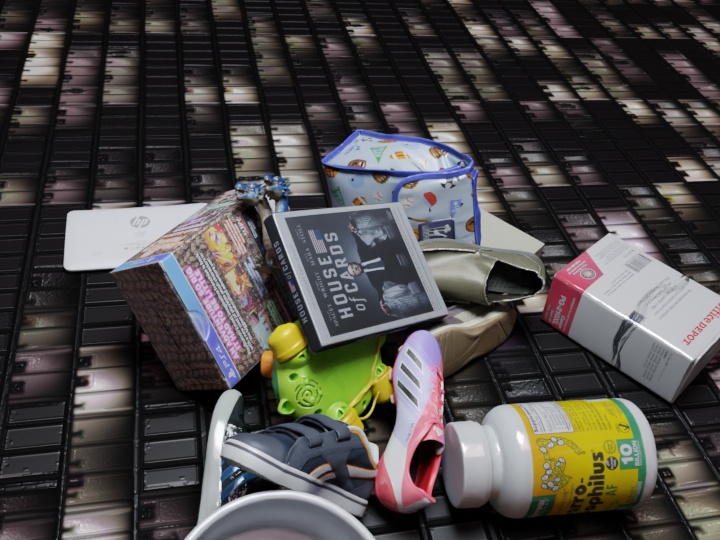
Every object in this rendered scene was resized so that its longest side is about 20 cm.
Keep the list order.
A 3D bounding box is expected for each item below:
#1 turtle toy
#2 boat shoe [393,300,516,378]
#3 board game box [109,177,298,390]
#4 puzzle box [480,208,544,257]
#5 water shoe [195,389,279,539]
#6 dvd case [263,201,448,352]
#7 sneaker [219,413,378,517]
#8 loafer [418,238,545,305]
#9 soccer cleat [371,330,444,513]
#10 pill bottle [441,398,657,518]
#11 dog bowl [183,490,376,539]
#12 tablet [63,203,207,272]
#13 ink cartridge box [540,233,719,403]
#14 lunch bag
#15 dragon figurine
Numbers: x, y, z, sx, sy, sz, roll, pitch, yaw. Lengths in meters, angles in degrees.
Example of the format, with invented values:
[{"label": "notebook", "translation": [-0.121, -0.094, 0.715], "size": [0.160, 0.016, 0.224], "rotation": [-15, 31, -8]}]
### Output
[{"label": "turtle toy", "translation": [-0.032, 0.100, 0.864], "size": [0.200, 0.101, 0.147], "rotation": [-40, 101, -42]}, {"label": "boat shoe", "translation": [0.109, 0.078, 0.947], "size": [0.199, 0.073, 0.065], "rotation": [-19, 37, -37]}, {"label": "board game box", "translation": [-0.154, 0.014, 0.891], "size": [0.096, 0.161, 0.200], "rotation": [-9, 25, 41]}, {"label": "puzzle box", "translation": [0.153, -0.049, 1.132], "size": [0.199, 0.026, 0.133], "rotation": [33, 47, 27]}, {"label": "water shoe", "translation": [-0.116, 0.213, 0.759], "size": [0.078, 0.072, 0.202], "rotation": [6, 51, -7]}, {"label": "dvd case", "translation": [0.000, 0.000, 0.849], "size": [0.199, 0.025, 0.152], "rotation": [-9, 72, -44]}, {"label": "sneaker", "translation": [-0.050, 0.169, 0.719], "size": [0.078, 0.200, 0.080], "rotation": [11, 72, 35]}, {"label": "loafer", "translation": [0.137, 0.003, 0.941], "size": [0.197, 0.076, 0.070], "rotation": [-1, 12, -6]}, {"label": "soccer cleat", "translation": [0.065, 0.153, 0.806], "size": [0.066, 0.076, 0.202], "rotation": [35, 55, -30]}, {"label": "pill bottle", "translation": [0.189, 0.193, 0.792], "size": [0.198, 0.114, 0.113], "rotation": [-1, 41, -11]}, {"label": "dog bowl", "translation": [-0.068, 0.289, 0.624], "size": [0.198, 0.079, 0.202], "rotation": [8, 56, -12]}, {"label": "tablet", "translation": [-0.305, -0.050, 1.070], "size": [0.198, 0.014, 0.131], "rotation": [-4, 42, -14]}, {"label": "ink cartridge box", "translation": [0.362, 0.056, 0.999], "size": [0.144, 0.085, 0.199], "rotation": [-30, 52, -36]}, {"label": "lunch bag", "translation": [0.062, -0.079, 1.013], "size": [0.198, 0.171, 0.124], "rotation": [13, 41, 28]}, {"label": "dragon figurine", "translation": [-0.066, -0.031, 0.881], "size": [0.058, 0.199, 0.100], "rotation": [-8, 59, 40]}]
